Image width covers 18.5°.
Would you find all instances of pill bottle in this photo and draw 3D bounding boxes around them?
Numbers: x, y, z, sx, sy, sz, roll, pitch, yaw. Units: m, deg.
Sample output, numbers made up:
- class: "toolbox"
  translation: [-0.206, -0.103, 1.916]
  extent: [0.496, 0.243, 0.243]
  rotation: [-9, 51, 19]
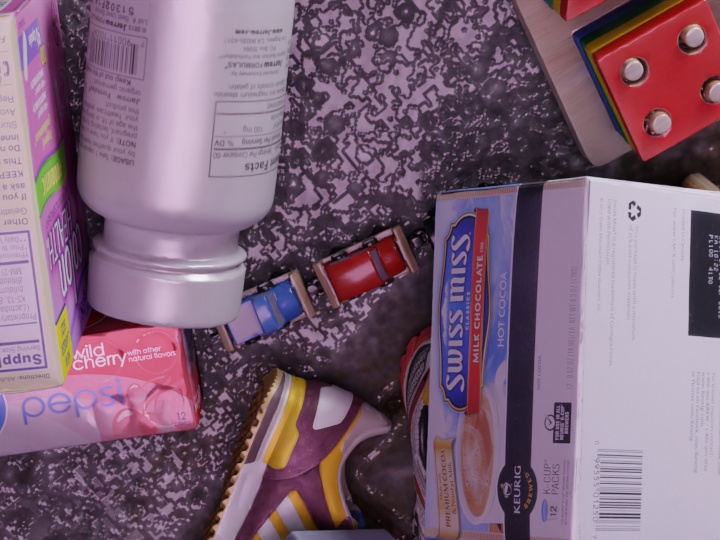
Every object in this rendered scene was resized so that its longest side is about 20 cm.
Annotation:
- class: "pill bottle"
  translation: [-0.101, -0.076, 1.243]
  extent: [0.113, 0.114, 0.201]
  rotation: [6, 103, -3]

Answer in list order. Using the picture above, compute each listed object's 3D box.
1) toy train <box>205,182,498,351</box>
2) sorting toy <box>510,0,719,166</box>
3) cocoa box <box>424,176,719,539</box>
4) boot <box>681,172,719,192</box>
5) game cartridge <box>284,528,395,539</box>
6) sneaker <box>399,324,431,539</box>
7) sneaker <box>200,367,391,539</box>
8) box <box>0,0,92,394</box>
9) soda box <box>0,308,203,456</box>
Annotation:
- class: "toy train"
  translation: [0.000, 0.000, 1.300]
  extent: [0.199, 0.046, 0.034]
  rotation: [-23, 103, 4]
- class: "sorting toy"
  translation: [0.183, -0.178, 1.218]
  extent: [0.199, 0.070, 0.199]
  rotation: [-29, 116, -1]
- class: "cocoa box"
  translation: [0.125, 0.056, 1.226]
  extent: [0.133, 0.131, 0.202]
  rotation: [6, 84, -37]
- class: "boot"
  translation: [0.197, 0.062, 1.306]
  extent: [0.166, 0.072, 0.200]
  rotation: [-36, 106, 5]
- class: "game cartridge"
  translation: [-0.061, 0.232, 1.311]
  extent: [0.200, 0.133, 0.042]
  rotation: [-50, 56, 21]
- class: "sneaker"
  translation: [0.063, 0.136, 1.316]
  extent: [0.077, 0.082, 0.201]
  rotation: [-14, 104, 2]
- class: "sneaker"
  translation: [-0.048, 0.163, 1.325]
  extent: [0.090, 0.075, 0.201]
  rotation: [19, 104, -6]
- class: "box"
  translation: [-0.212, -0.051, 1.214]
  extent: [0.096, 0.176, 0.201]
  rotation: [-5, 104, 0]
- class: "soda box"
  translation: [-0.195, 0.067, 1.302]
  extent: [0.198, 0.063, 0.071]
  rotation: [-9, 104, 1]
